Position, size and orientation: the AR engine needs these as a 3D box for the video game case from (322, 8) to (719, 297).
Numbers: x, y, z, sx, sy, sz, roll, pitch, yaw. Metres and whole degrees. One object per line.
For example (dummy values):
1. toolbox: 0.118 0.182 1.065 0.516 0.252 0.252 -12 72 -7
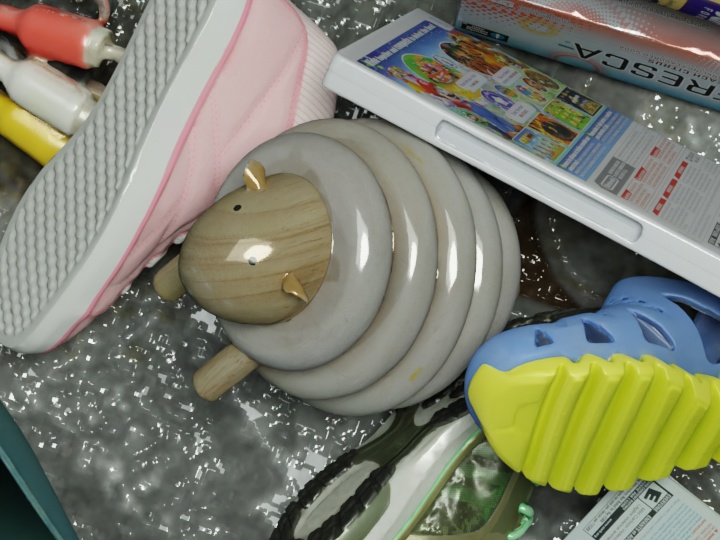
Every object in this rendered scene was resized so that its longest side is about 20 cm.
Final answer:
1. video game case: 0.091 -0.054 0.922 0.199 0.143 0.018 29 111 8

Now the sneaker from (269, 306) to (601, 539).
1. sneaker: 0.051 0.095 0.936 0.200 0.077 0.089 -40 111 -8

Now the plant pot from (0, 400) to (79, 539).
1. plant pot: -0.219 0.073 0.885 0.141 0.142 0.201 -29 49 -5

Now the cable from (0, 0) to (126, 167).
1. cable: -0.192 -0.114 0.976 0.198 0.050 0.098 20 117 1

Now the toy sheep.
1. toy sheep: 0.000 0.000 0.901 0.137 0.199 0.139 -1 89 39

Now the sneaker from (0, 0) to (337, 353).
1. sneaker: -0.079 -0.037 0.944 0.075 0.104 0.201 37 96 49

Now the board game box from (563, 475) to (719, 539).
1. board game box: 0.142 0.191 0.854 0.148 0.064 0.200 -46 46 -6

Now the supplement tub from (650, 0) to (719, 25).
1. supplement tub: 0.142 -0.180 0.862 0.198 0.145 0.147 19 79 0

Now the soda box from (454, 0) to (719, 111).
1. soda box: 0.147 -0.119 0.959 0.198 0.068 0.064 18 78 1

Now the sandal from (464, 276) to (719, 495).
1. sandal: 0.123 0.039 0.887 0.199 0.080 0.087 1 47 -35
